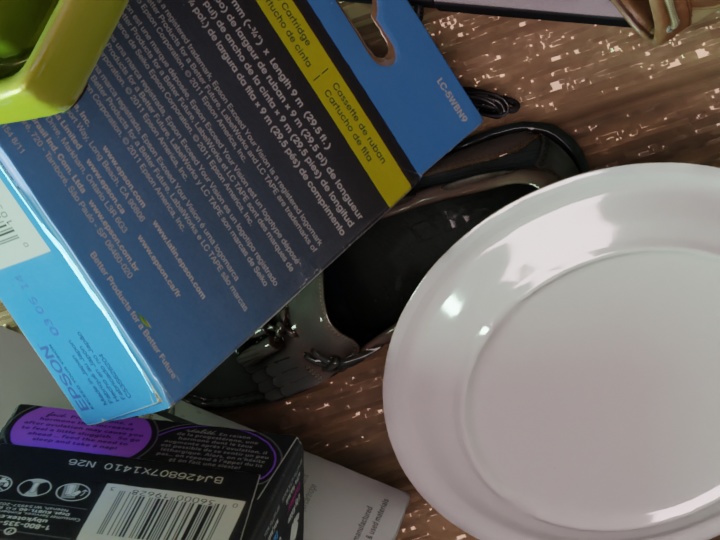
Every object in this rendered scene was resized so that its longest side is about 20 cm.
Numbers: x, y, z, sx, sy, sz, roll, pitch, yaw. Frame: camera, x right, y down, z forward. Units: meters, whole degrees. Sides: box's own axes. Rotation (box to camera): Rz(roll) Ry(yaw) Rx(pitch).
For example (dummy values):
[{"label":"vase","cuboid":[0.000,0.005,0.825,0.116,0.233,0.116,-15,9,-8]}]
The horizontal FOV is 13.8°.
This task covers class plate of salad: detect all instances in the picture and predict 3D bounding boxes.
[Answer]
[{"label":"plate of salad","cuboid":[0.106,0.035,1.196,0.199,0.048,0.200,-4,126,-6]}]

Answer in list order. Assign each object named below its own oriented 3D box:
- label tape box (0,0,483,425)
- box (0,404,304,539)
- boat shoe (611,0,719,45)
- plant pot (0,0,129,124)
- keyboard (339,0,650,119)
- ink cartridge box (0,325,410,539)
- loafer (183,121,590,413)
[{"label":"label tape box","cuboid":[-0.065,-0.056,1.148,0.063,0.200,0.144,-17,110,52]},{"label":"box","cuboid":[-0.091,0.167,1.143,0.122,0.106,0.201,6,117,11]},{"label":"boat shoe","cuboid":[0.086,-0.151,1.105,0.072,0.076,0.200,-47,130,1]},{"label":"plant pot","cuboid":[-0.169,-0.155,1.008,0.200,0.199,0.181,-6,141,47]},{"label":"keyboard","cuboid":[0.024,-0.119,1.204,0.199,0.021,0.127,6,104,9]},{"label":"ink cartridge box","cuboid":[-0.100,0.129,1.235,0.200,0.083,0.146,22,119,3]},{"label":"loafer","cuboid":[0.000,0.000,1.212,0.200,0.063,0.072,-29,97,14]}]
